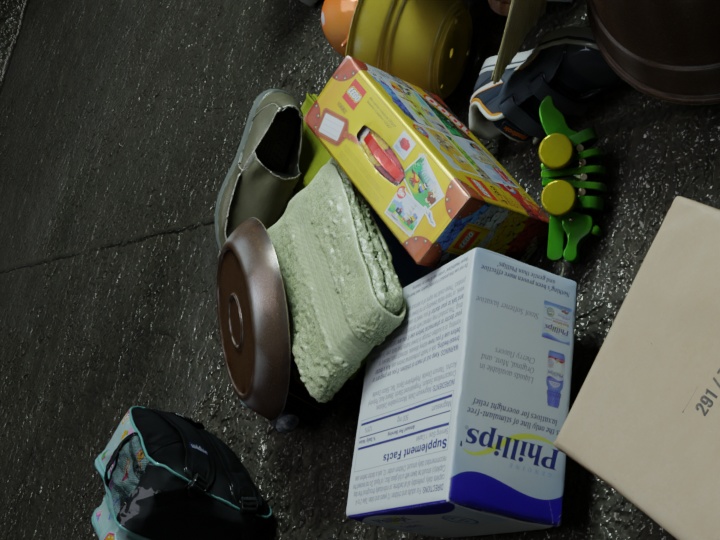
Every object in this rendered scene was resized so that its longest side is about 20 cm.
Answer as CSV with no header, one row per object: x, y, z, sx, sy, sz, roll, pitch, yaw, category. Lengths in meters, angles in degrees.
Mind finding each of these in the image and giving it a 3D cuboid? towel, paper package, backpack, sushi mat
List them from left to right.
-0.212,0.248,1.205,0.155,0.174,0.200,-56,31,10,backpack
-0.047,-0.117,1.161,0.087,0.018,0.201,-53,35,18,towel
-0.031,0.004,0.987,0.149,0.036,0.202,-49,46,34,towel
0.141,-0.231,0.877,0.096,0.012,0.200,-57,-8,-11,sushi mat
0.250,0.080,0.700,0.190,0.102,0.203,35,102,56,paper package

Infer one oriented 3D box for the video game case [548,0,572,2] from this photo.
0.116,-0.355,1.079,0.046,0.178,0.203,99,169,-54,video game case

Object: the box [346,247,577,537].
0.082,0.110,0.892,0.184,0.103,0.204,-32,46,61,box

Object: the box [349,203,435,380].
0.000,0.000,1.084,0.201,0.121,0.048,-53,13,21,box

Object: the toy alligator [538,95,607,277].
0.185,-0.051,0.918,0.053,0.059,0.204,-4,83,18,toy alligator

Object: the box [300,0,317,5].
-0.080,-0.510,1.426,0.199,0.197,0.174,-32,47,40,box

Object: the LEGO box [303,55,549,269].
0.062,-0.089,0.976,0.077,0.148,0.201,-51,55,21,LEGO box

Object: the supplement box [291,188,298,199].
-0.035,-0.065,1.208,0.112,0.085,0.200,-61,33,11,supplement box

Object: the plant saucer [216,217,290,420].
-0.112,0.050,1.072,0.200,0.032,0.204,174,90,-71,plant saucer

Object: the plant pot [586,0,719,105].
0.236,-0.247,0.758,0.197,0.198,0.204,-6,77,25,plant pot

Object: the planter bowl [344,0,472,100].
0.064,-0.237,1.126,0.082,0.200,0.204,19,87,22,planter bowl

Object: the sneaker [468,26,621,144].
0.168,-0.161,0.980,0.199,0.078,0.081,-4,62,66,sneaker

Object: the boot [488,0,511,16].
0.186,-0.317,0.910,0.186,0.200,0.064,-39,75,-7,boot

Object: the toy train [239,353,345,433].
-0.084,0.086,1.205,0.114,0.085,0.201,-41,39,17,toy train

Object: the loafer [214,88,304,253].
-0.107,-0.098,1.165,0.070,0.074,0.204,-159,80,-67,loafer

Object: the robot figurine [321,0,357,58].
0.024,-0.322,1.229,0.143,0.116,0.203,-6,59,62,robot figurine
